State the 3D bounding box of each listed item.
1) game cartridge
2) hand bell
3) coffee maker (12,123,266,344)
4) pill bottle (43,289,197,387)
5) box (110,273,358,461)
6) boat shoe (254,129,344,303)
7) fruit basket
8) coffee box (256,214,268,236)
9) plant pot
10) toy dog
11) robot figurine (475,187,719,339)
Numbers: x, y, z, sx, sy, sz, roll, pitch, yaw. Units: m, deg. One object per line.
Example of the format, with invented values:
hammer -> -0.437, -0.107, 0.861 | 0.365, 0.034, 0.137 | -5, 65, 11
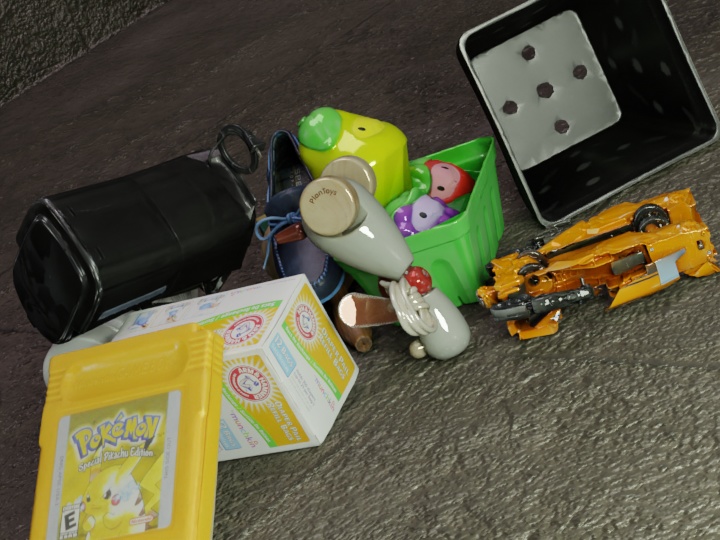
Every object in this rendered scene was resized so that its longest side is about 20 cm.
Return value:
game cartridge -> -0.191, 0.149, 1.386 | 0.175, 0.032, 0.202 | -14, 61, 29
hand bell -> -0.022, 0.019, 1.626 | 0.103, 0.105, 0.200 | -26, 32, -3
coffee maker -> -0.209, -0.039, 1.588 | 0.134, 0.193, 0.199 | 33, 37, 32
pill bottle -> -0.242, 0.059, 1.712 | 0.114, 0.115, 0.200 | -18, 21, 20
box -> -0.119, 0.091, 1.478 | 0.199, 0.113, 0.102 | -12, 31, 31
boat shoe -> -0.067, -0.051, 1.619 | 0.084, 0.069, 0.201 | -25, 45, 6
fruit basket -> 0.038, -0.076, 1.593 | 0.154, 0.217, 0.216 | -17, 21, 21
coffee box -> -0.042, -0.046, 1.822 | 0.122, 0.044, 0.200 | -27, 15, -2
plant pot -> 0.205, -0.180, 1.687 | 0.199, 0.201, 0.177 | -27, 9, -5
toy dog -> 0.000, 0.000, 1.459 | 0.096, 0.201, 0.132 | -36, -19, 21
robot figurine -> 0.194, -0.002, 1.429 | 0.199, 0.059, 0.145 | -21, 20, 10
